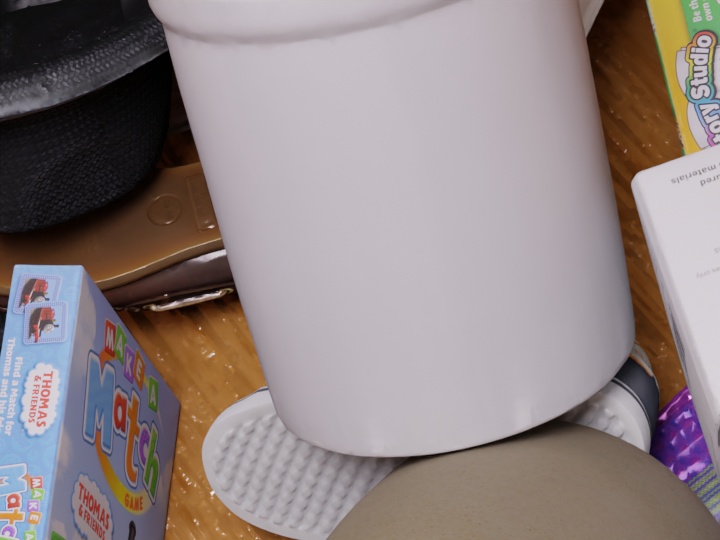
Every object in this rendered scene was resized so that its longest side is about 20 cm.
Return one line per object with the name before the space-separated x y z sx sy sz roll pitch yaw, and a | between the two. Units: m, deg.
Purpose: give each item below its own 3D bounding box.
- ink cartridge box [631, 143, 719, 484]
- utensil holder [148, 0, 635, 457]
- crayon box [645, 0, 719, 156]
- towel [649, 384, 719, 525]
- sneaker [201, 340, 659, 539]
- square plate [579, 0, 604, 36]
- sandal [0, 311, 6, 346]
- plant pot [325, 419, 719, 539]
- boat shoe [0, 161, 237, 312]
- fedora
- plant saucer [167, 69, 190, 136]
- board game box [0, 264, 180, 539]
ink cartridge box | 0.180 0.065 1.092 0.084 0.146 0.201 -19 63 4
utensil holder | 0.018 -0.048 1.113 0.169 0.201 0.170 -12 22 5
crayon box | 0.190 -0.120 1.251 0.118 0.058 0.201 -14 62 8
towel | 0.199 0.088 1.171 0.200 0.023 0.144 -39 63 -5
sneaker | 0.034 0.068 1.193 0.199 0.079 0.079 -5 23 19
square plate | 0.036 -0.193 1.224 0.199 0.028 0.199 27 62 3
sandal | -0.179 -0.039 1.310 0.075 0.048 0.201 24 77 -20
plant pot | 0.040 0.156 1.042 0.186 0.200 0.188 0 91 19
boat shoe | -0.084 -0.011 1.264 0.199 0.070 0.071 -9 55 7
fedora | -0.141 -0.077 1.224 0.199 0.092 0.201 -10 26 5
plant saucer | -0.098 -0.164 1.307 0.200 0.032 0.201 12 107 42
board game box | -0.122 0.119 1.166 0.036 0.151 0.201 -2 65 13
